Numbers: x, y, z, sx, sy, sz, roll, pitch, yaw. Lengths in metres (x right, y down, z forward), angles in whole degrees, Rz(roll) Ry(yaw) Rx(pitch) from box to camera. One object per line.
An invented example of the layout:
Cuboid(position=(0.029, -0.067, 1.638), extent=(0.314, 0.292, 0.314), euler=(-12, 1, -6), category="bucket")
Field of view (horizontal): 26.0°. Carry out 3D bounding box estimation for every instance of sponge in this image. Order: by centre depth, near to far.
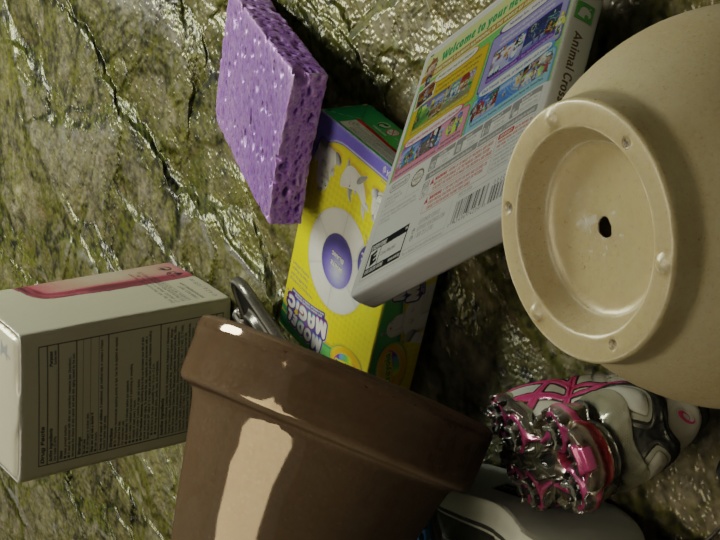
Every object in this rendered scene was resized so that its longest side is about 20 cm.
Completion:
Cuboid(position=(-0.069, -0.125, 1.141), extent=(0.200, 0.029, 0.113), euler=(-122, 38, -58), category="sponge")

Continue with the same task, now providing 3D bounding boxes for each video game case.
Cuboid(position=(0.069, -0.083, 0.910), extent=(0.200, 0.022, 0.184), euler=(-30, 39, 61), category="video game case")

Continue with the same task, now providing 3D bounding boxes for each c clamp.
Cuboid(position=(-0.049, 0.086, 1.177), extent=(0.201, 0.027, 0.172), euler=(53, 164, 35), category="c clamp")

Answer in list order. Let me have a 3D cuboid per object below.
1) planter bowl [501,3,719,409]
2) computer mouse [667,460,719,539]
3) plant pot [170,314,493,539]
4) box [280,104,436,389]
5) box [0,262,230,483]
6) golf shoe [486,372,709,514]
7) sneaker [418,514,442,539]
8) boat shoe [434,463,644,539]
Cuboid(position=(0.151, -0.025, 0.733), extent=(0.199, 0.133, 0.203), euler=(22, 116, 54), category="planter bowl")
Cuboid(position=(0.199, 0.135, 0.866), extent=(0.059, 0.034, 0.201), euler=(57, 139, 29), category="computer mouse")
Cuboid(position=(-0.036, 0.144, 0.965), extent=(0.199, 0.199, 0.177), euler=(12, 80, 53), category="plant pot")
Cuboid(position=(0.000, 0.000, 1.097), extent=(0.117, 0.048, 0.202), euler=(42, 131, 43), category="box")
Cuboid(position=(-0.220, 0.080, 1.310), extent=(0.109, 0.198, 0.130), euler=(27, 119, 48), category="box")
Cuboid(position=(0.135, 0.098, 0.917), extent=(0.200, 0.091, 0.073), euler=(172, 79, -77), category="golf shoe")
Cuboid(position=(0.037, 0.214, 1.076), extent=(0.074, 0.087, 0.203), euler=(-10, 71, 16), category="sneaker")
Cuboid(position=(0.111, 0.173, 0.976), extent=(0.199, 0.070, 0.065), euler=(16, 113, 63), category="boat shoe")
